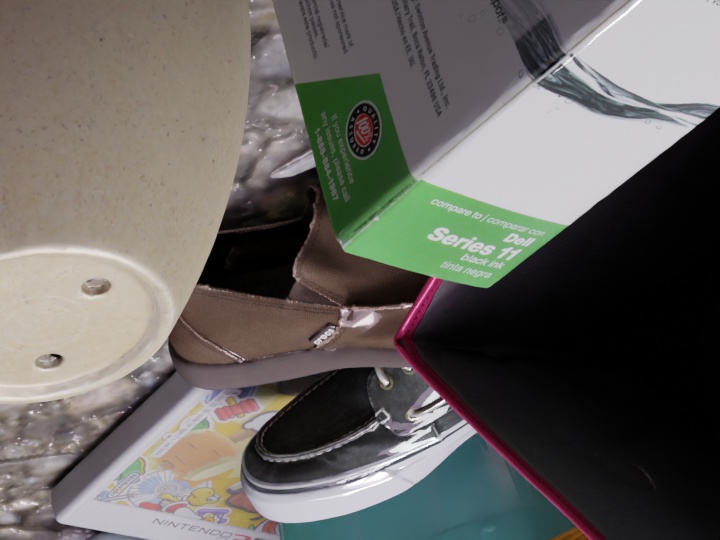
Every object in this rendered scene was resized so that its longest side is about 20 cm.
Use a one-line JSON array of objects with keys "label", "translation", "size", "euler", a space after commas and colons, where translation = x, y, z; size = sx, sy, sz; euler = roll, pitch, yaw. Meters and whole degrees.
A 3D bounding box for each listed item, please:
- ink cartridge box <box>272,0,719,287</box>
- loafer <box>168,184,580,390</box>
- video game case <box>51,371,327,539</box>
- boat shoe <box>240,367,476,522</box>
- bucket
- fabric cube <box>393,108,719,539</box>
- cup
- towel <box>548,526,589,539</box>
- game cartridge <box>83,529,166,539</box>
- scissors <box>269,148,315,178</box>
[{"label": "ink cartridge box", "translation": [0.068, -0.110, 0.980], "size": [0.083, 0.147, 0.200], "euler": [16, 138, -40]}, {"label": "loafer", "translation": [0.000, 0.000, 1.170], "size": [0.200, 0.073, 0.071], "euler": [-15, 129, 16]}, {"label": "video game case", "translation": [-0.024, 0.083, 1.346], "size": [0.182, 0.023, 0.200], "euler": [15, 137, -35]}, {"label": "boat shoe", "translation": [0.028, 0.041, 1.237], "size": [0.200, 0.072, 0.071], "euler": [-29, 131, 1]}, {"label": "bucket", "translation": [0.059, 0.153, 1.332], "size": [0.207, 0.135, 0.207], "euler": [-11, 150, -7]}, {"label": "fabric cube", "translation": [0.177, 0.014, 1.068], "size": [0.199, 0.196, 0.200], "euler": [8, 119, -51]}, {"label": "cup", "translation": [-0.130, -0.036, 1.027], "size": [0.200, 0.143, 0.200], "euler": [-8, 147, -6]}, {"label": "towel", "translation": [0.139, 0.155, 1.228], "size": [0.086, 0.018, 0.200], "euler": [-25, 144, 5]}, {"label": "game cartridge", "translation": [-0.063, 0.201, 1.406], "size": [0.200, 0.133, 0.042], "euler": [20, 135, -41]}, {"label": "scissors", "translation": [0.054, -0.084, 1.092], "size": [0.200, 0.014, 0.073], "euler": [-15, 150, 0]}]
